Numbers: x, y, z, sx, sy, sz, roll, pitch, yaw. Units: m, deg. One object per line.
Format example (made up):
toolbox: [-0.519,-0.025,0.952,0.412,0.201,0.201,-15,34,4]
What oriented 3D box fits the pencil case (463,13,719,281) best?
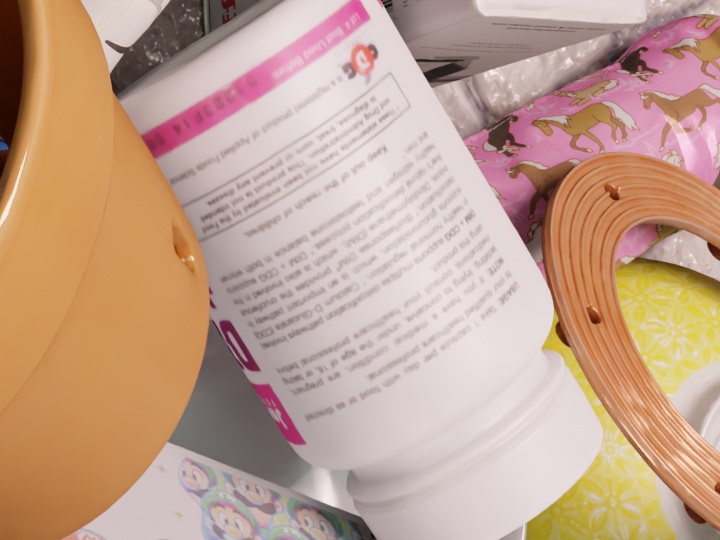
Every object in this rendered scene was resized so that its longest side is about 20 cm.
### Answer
pencil case: [0.103,-0.046,0.899,0.199,0.083,0.087,-28,119,-28]

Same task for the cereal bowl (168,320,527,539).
cereal bowl: [-0.035,0.092,0.806,0.199,0.083,0.202,4,82,-29]

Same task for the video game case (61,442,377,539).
video game case: [-0.037,0.127,0.668,0.199,0.182,0.024,24,114,-24]

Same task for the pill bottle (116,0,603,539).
pill bottle: [0.000,0.000,0.723,0.113,0.113,0.201,-37,102,-27]

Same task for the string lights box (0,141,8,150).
string lights box: [-0.175,-0.065,0.733,0.059,0.103,0.201,-41,104,-27]

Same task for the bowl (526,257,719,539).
bowl: [0.149,0.089,0.895,0.199,0.107,0.202,3,84,-28]

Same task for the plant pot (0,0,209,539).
plant pot: [-0.137,0.001,0.588,0.140,0.199,0.201,42,63,-52]

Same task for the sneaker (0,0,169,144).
sneaker: [-0.095,-0.130,0.727,0.074,0.088,0.201,44,24,-34]

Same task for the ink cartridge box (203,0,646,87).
ink cartridge box: [0.017,-0.152,0.794,0.082,0.200,0.148,-1,86,-32]

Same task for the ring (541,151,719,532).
ring: [0.148,0.037,0.814,0.200,0.019,0.201,28,40,-26]
